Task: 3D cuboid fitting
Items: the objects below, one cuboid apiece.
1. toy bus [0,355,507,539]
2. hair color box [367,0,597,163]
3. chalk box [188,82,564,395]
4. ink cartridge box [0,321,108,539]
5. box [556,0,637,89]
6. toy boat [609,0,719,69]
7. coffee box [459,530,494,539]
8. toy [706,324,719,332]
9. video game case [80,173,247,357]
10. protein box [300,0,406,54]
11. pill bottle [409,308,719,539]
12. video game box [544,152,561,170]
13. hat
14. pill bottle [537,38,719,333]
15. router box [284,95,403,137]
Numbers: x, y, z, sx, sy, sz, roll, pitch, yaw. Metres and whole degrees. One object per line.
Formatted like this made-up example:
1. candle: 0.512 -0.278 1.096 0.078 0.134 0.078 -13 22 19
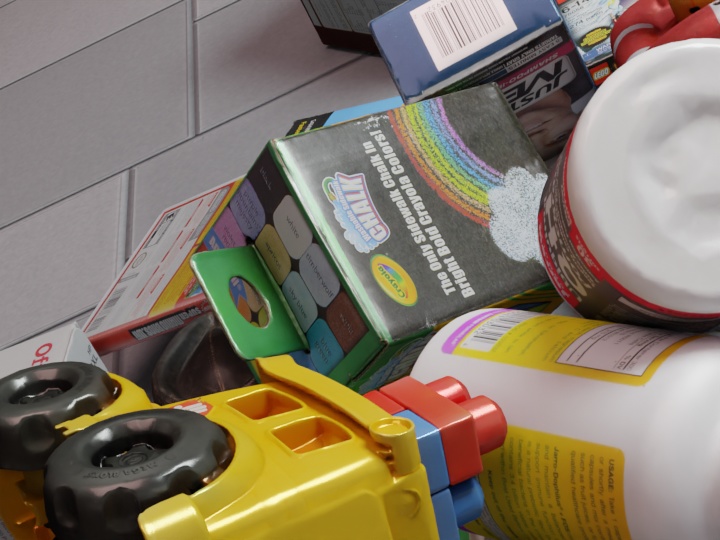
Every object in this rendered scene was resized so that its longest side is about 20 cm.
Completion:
1. toy bus: -0.043 0.093 0.704 0.191 0.136 0.200 -24 24 -25
2. hair color box: 0.085 -0.109 1.023 0.100 0.200 0.061 -27 69 9
3. chalk box: 0.000 0.000 0.906 0.199 0.125 0.124 -18 -19 -34
4. ink cartridge box: -0.252 0.134 1.064 0.199 0.084 0.145 -20 31 15
5. box: 0.235 -0.195 1.189 0.199 0.040 0.137 -25 30 9
6. toy boat: 0.195 -0.159 0.970 0.130 0.131 0.200 -25 19 12
7. coffee box: 0.064 0.128 0.845 0.123 0.044 0.200 -37 31 -11
8. toy: 0.259 0.000 0.863 0.199 0.047 0.115 -29 11 -15
9. video game case: -0.090 -0.016 1.102 0.200 0.017 0.143 -20 30 42
10. protein box: 0.066 -0.280 1.364 0.198 0.135 0.200 -41 32 -20
11. pill bottle: 0.116 0.076 0.724 0.200 0.104 0.104 7 46 49
12. video game box: 0.215 -0.069 0.984 0.199 0.047 0.182 -29 21 1
13. hat: -0.074 0.070 0.991 0.200 0.081 0.201 -24 21 10
14. pill bottle: 0.137 -0.026 0.770 0.110 0.111 0.200 -31 -7 -4
15. router box: -0.006 -0.042 1.150 0.149 0.051 0.200 -11 33 29
